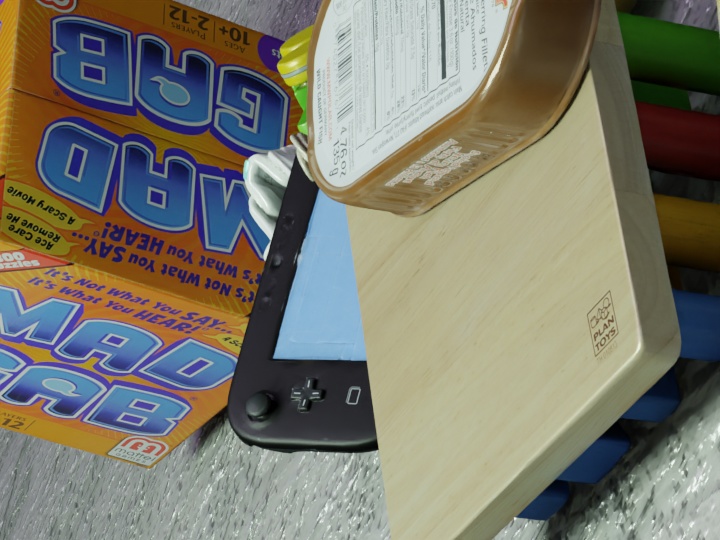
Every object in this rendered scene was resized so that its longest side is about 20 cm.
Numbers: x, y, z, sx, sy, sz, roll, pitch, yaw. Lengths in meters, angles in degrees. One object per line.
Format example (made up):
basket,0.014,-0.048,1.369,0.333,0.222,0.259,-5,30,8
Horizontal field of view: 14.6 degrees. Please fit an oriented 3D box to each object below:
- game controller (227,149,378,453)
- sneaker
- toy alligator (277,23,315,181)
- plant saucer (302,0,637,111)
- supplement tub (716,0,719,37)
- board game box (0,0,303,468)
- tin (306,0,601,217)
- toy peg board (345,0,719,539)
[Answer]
game controller,0.000,0.000,1.394,0.104,0.042,0.200,-5,58,35
sneaker,-0.024,-0.048,1.521,0.200,0.088,0.075,-100,33,-62
toy alligator,-0.001,-0.080,1.285,0.054,0.059,0.200,-29,13,7
plant saucer,0.062,-0.119,1.334,0.200,0.048,0.200,-63,32,18
supplement tub,0.173,-0.109,0.825,0.200,0.145,0.145,-87,24,-47
board game box,-0.161,-0.032,1.669,0.200,0.200,0.200,-39,41,48
tin,0.031,-0.090,1.113,0.200,0.042,0.112,-33,57,58
toy peg board,0.088,-0.001,1.123,0.200,0.098,0.200,129,141,-49
